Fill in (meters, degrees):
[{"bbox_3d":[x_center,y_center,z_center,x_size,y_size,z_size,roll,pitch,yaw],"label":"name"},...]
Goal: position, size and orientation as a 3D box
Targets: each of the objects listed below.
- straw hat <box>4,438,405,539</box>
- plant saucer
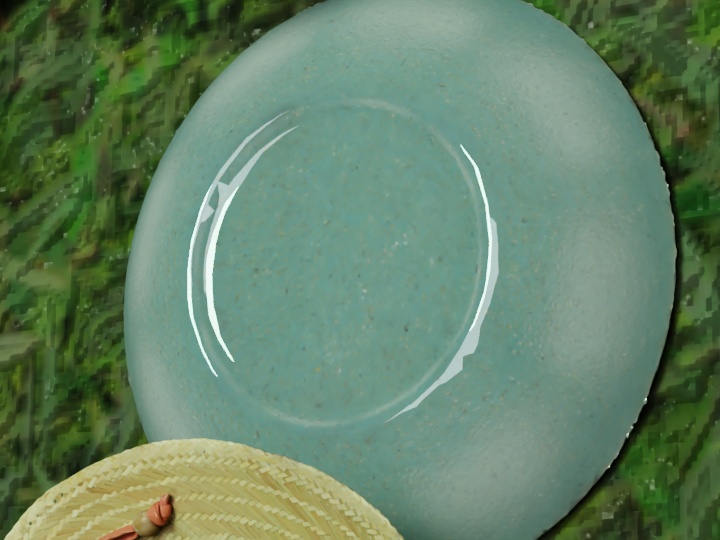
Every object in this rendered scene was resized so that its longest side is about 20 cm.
[{"bbox_3d":[-0.031,0.151,0.747,0.200,0.085,0.203,-12,67,29],"label":"straw hat"},{"bbox_3d":[0.000,0.000,0.790,0.199,0.039,0.203,-7,75,26],"label":"plant saucer"}]
